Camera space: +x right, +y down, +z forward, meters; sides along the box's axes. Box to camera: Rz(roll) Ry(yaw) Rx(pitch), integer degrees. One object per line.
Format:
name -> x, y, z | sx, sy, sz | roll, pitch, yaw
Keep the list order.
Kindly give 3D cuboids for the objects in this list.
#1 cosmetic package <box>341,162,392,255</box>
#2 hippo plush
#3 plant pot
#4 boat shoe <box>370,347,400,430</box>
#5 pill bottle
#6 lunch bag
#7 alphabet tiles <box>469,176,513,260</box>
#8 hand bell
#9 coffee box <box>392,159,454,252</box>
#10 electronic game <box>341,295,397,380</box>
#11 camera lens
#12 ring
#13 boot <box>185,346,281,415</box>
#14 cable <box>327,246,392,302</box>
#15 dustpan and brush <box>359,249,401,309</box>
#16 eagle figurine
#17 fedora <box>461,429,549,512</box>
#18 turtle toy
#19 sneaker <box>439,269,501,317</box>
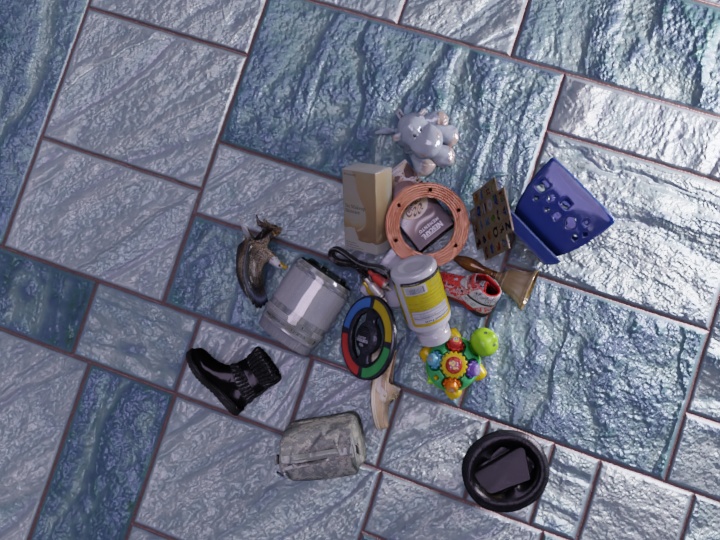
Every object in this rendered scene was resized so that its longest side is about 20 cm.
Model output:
cosmetic package -> 0.017, -0.149, 1.580 | 0.105, 0.071, 0.202 | 13, 118, 35
hippo plush -> 0.152, -0.340, 1.596 | 0.159, 0.161, 0.200 | -43, 83, 1
plant pot -> 0.444, -0.125, 1.530 | 0.180, 0.200, 0.200 | -44, 83, 13
boat shoe -> 0.062, 0.284, 1.596 | 0.068, 0.074, 0.202 | -2, 84, 11
pill bottle -> 0.147, 0.074, 1.538 | 0.110, 0.112, 0.201 | -17, 115, 4
lunch bag -> -0.091, 0.419, 1.552 | 0.198, 0.168, 0.141 | -10, 84, 5
alphabet tiles -> 0.304, -0.118, 1.546 | 0.006, 0.200, 0.168 | -8, 81, -14
hand bell -> 0.319, 0.007, 1.601 | 0.199, 0.104, 0.105 | 26, 88, 20
coffee box -> 0.128, -0.155, 1.623 | 0.113, 0.080, 0.201 | -38, 83, 1
electronic game -> 0.018, 0.160, 1.573 | 0.041, 0.199, 0.202 | 9, 76, -38
camera lens -> -0.131, 0.082, 1.589 | 0.159, 0.160, 0.201 | 34, 89, 7
ring -> 0.157, -0.107, 1.562 | 0.198, 0.019, 0.203 | 0, 94, 0
boot -> -0.311, 0.235, 1.632 | 0.158, 0.079, 0.211 | -43, 93, 8
cable -> 0.000, 0.000, 1.596 | 0.199, 0.097, 0.050 | 36, 49, 11
dustpan and brush -> 0.115, 0.061, 1.626 | 0.200, 0.057, 0.140 | 42, 102, 14
eagle figurine -> -0.251, -0.022, 1.607 | 0.150, 0.152, 0.201 | 28, 90, 26
fedora -> 0.334, 0.461, 1.544 | 0.198, 0.092, 0.203 | 0, 85, 5
turtle toy -> 0.239, 0.209, 1.571 | 0.199, 0.101, 0.146 | -37, 83, 2
sneaker -> 0.238, 0.028, 1.575 | 0.200, 0.108, 0.067 | 29, 56, 3
